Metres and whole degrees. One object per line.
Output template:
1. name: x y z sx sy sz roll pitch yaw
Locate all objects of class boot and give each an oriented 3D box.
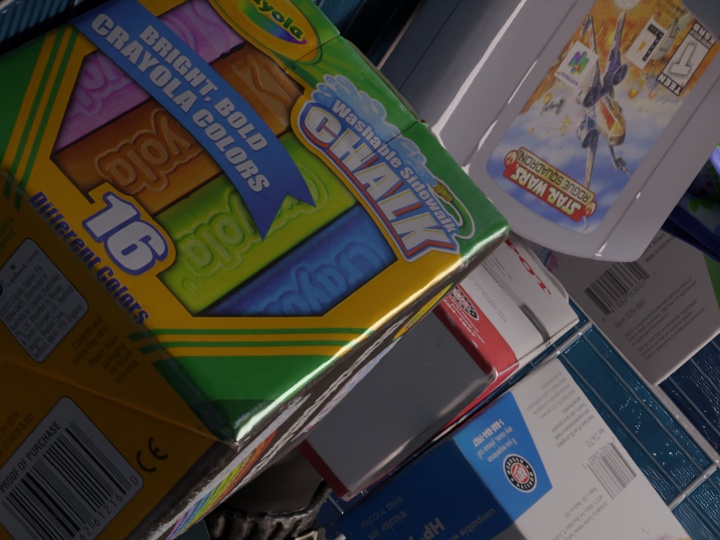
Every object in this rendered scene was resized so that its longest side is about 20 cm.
1. boot: -0.063 0.104 1.182 0.158 0.079 0.211 -59 157 8

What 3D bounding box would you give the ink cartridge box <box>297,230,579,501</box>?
1. ink cartridge box: 0.000 0.000 1.127 0.083 0.147 0.200 -41 175 13

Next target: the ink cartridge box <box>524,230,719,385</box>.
1. ink cartridge box: 0.167 -0.057 1.661 0.145 0.200 0.088 -46 177 38

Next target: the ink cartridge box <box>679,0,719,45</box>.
1. ink cartridge box: 0.187 -0.176 1.014 0.200 0.144 0.084 -42 176 1

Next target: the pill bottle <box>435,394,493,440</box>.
1. pill bottle: 0.122 0.106 3.364 0.200 0.120 0.120 -37 174 -33

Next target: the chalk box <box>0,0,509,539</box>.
1. chalk box: -0.054 -0.004 0.801 0.125 0.124 0.200 -45 175 37

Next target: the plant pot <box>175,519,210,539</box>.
1. plant pot: -0.151 0.152 1.085 0.161 0.201 0.201 -12 166 -18

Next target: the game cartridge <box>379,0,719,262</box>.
1. game cartridge: 0.092 -0.077 1.157 0.200 0.042 0.133 27 94 -53

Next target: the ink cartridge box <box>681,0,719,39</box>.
1. ink cartridge box: 0.141 -0.131 0.770 0.162 0.200 0.050 -43 143 25

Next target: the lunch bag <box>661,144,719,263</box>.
1. lunch bag: 0.215 -0.110 1.531 0.170 0.200 0.127 -40 175 -24

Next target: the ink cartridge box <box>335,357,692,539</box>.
1. ink cartridge box: 0.093 0.144 1.077 0.067 0.200 0.116 -38 176 28
